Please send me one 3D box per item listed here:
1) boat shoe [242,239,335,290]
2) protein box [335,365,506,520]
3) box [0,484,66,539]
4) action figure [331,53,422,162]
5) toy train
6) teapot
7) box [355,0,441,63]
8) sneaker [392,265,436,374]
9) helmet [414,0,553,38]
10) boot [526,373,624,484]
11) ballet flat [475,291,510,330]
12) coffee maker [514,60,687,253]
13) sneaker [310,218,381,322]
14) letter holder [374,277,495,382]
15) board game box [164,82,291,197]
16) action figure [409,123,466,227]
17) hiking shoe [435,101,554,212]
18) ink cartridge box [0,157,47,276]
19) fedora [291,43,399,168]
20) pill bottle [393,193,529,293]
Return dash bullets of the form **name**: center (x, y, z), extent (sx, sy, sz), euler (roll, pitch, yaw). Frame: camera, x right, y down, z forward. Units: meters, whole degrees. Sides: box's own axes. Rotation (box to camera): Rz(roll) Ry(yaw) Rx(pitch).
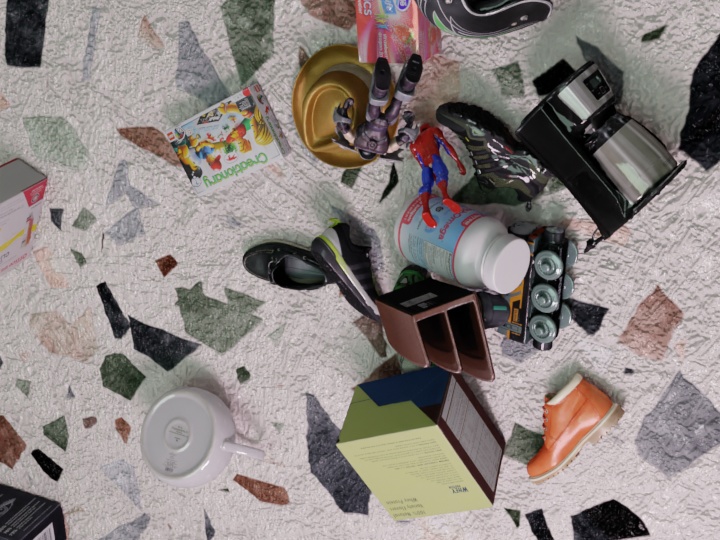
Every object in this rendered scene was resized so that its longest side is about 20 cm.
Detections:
- **boat shoe**: center (-0.125, -0.001, 1.790), extent (0.196, 0.066, 0.076), euler (12, 118, 22)
- **protein box**: center (0.103, 0.285, 1.735), extent (0.196, 0.136, 0.201), euler (-16, 123, 32)
- **box**: center (-0.782, 0.576, 2.350), extent (0.197, 0.148, 0.106), euler (11, 118, 23)
- **action figure**: center (0.030, -0.224, 1.522), extent (0.128, 0.070, 0.201), euler (4, 149, -15)
- **toy train**: center (0.262, 0.022, 1.599), extent (0.113, 0.085, 0.203), euler (17, 120, 30)
- **teapot**: center (-0.306, 0.319, 1.991), extent (0.196, 0.146, 0.201), euler (-37, 64, 10)
- **box**: center (0.053, -0.402, 1.495), extent (0.101, 0.095, 0.203), euler (7, 116, 22)
- **sneaker**: center (0.077, 0.099, 1.723), extent (0.077, 0.085, 0.203), euler (3, 115, 26)
- **helmet**: center (0.152, -0.397, 1.375), extent (0.187, 0.201, 0.203), euler (-1, 115, 1)
- **boot**: center (0.317, 0.253, 1.686), extent (0.107, 0.075, 0.201), euler (43, 116, 7)
- **ballet flat**: center (0.178, 0.064, 1.602), extent (0.073, 0.073, 0.200), euler (53, 168, -4)
- **coffee maker**: center (0.310, -0.153, 1.448), extent (0.200, 0.134, 0.192), euler (48, 115, 6)
- **sneaker**: center (0.000, 0.000, 1.725), extent (0.071, 0.083, 0.201), euler (21, 153, 55)
- **letter holder**: center (0.110, 0.103, 1.567), extent (0.099, 0.200, 0.144), euler (-19, 100, -12)
- **board game box**: center (-0.223, -0.215, 1.760), extent (0.198, 0.035, 0.128), euler (-20, 103, 33)
- **action figure**: center (0.120, -0.136, 1.555), extent (0.065, 0.202, 0.099), euler (-29, 133, 22)
- **hiking shoe**: center (0.185, -0.166, 1.550), extent (0.199, 0.076, 0.101), euler (34, 120, 8)
- **ink cartridge box**: center (-0.681, -0.089, 1.988), extent (0.083, 0.145, 0.202), euler (31, 124, 8)
- **fedora**: center (-0.037, -0.242, 1.622), extent (0.198, 0.082, 0.204), euler (12, 118, 23)
- **pill bottle**: center (0.151, -0.038, 1.569), extent (0.199, 0.108, 0.111), euler (25, 125, 42)
